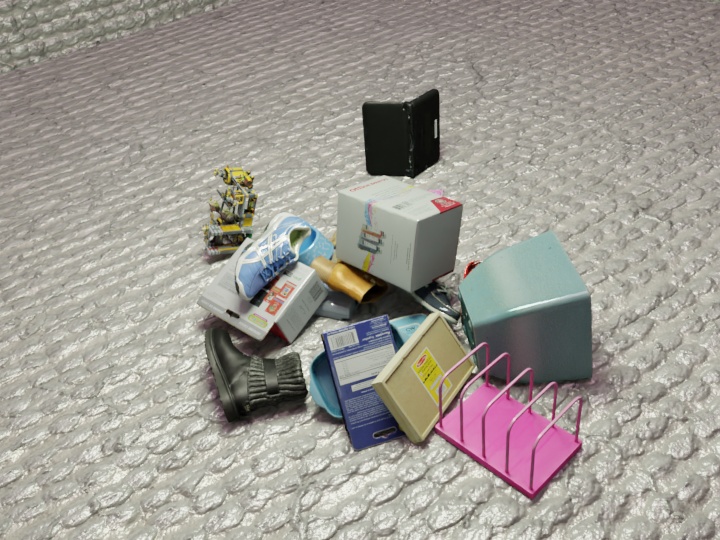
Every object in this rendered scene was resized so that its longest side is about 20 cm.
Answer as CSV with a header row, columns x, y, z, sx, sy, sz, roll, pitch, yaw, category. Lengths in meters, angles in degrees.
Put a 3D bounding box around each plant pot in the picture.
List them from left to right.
x,y,z,sx,sy,sz,roll,pitch,yaw,category
0.283,0.080,1.376,0.197,0.198,0.198,-14,36,2,plant pot

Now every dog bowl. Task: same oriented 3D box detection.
x,y,z,sx,sy,sz,roll,pitch,yaw,category
-0.137,-0.057,1.672,0.111,0.050,0.200,-41,33,-10,dog bowl

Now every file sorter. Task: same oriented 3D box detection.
x,y,z,sx,sy,sz,roll,pitch,yaw,category
0.235,0.226,1.230,0.138,0.127,0.199,-33,44,-31,file sorter

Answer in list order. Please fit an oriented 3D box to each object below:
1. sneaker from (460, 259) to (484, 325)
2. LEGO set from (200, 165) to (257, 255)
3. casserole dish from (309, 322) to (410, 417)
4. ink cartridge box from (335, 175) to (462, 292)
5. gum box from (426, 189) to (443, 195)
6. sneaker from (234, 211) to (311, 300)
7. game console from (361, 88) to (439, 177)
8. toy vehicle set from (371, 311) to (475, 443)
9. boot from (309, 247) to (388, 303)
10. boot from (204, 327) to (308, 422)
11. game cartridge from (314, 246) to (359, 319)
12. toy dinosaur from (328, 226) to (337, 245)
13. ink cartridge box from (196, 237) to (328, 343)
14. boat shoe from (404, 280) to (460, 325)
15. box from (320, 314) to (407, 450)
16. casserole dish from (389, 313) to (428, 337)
x,y,z,sx,sy,sz,roll,pitch,yaw,category
0.245,0.014,1.525,0.066,0.109,0.202,11,39,20,sneaker
-0.312,-0.131,1.726,0.114,0.202,0.155,-7,46,-32,LEGO set
0.003,0.172,1.346,0.198,0.123,0.039,-27,-4,-8,casserole dish
0.069,-0.076,1.479,0.198,0.147,0.144,25,33,36,ink cartridge box
0.119,-0.097,1.680,0.111,0.067,0.202,-1,40,15,gum box
-0.168,-0.029,1.476,0.076,0.076,0.202,15,63,36,sneaker
0.106,-0.348,1.949,0.115,0.203,0.175,27,47,35,game console
0.112,0.178,1.318,0.026,0.125,0.200,-23,16,47,toy vehicle set
0.000,0.000,1.569,0.143,0.072,0.201,30,33,17,boot
-0.188,0.168,1.397,0.156,0.080,0.213,-20,49,-8,boot
-0.048,0.021,1.617,0.131,0.042,0.201,13,40,16,game cartridge
-0.024,-0.079,1.703,0.198,0.059,0.101,-20,12,30,toy dinosaur
-0.196,0.053,1.533,0.198,0.084,0.176,25,67,34,ink cartridge box
0.141,0.045,1.505,0.062,0.075,0.200,-51,28,0,boat shoe
0.015,0.189,1.306,0.119,0.203,0.032,-14,-8,-12,box
0.071,0.135,1.435,0.197,0.039,0.122,-14,38,-13,casserole dish
